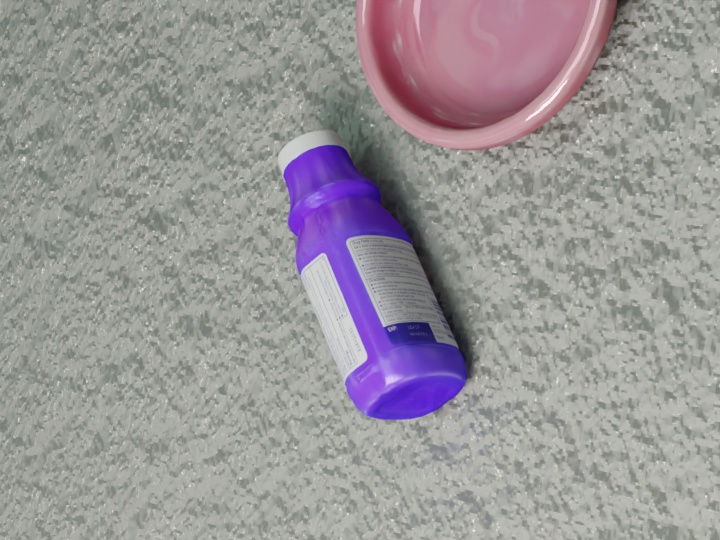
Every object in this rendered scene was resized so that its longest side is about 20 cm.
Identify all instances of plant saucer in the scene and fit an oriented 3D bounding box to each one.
[{"bbox_3d":[0.086,-0.175,1.110,0.200,0.051,0.201,-6,80,40],"label":"plant saucer"}]

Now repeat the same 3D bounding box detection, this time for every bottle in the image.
[{"bbox_3d":[0.000,0.000,1.136,0.065,0.083,0.200,-39,61,30],"label":"bottle"}]
